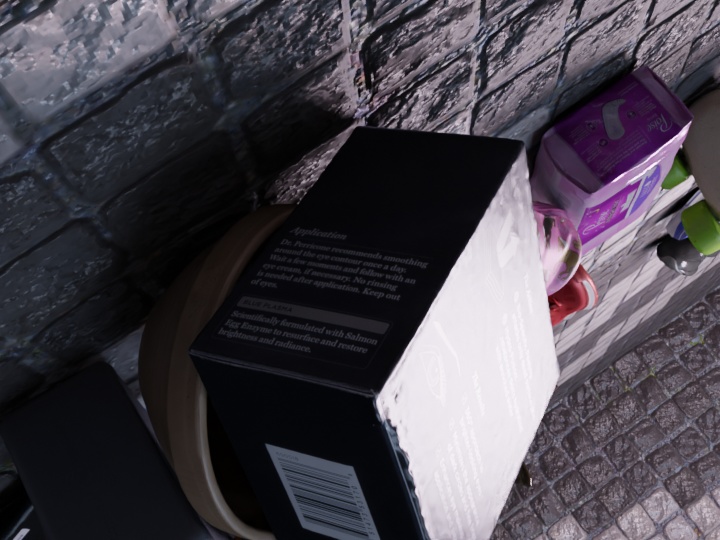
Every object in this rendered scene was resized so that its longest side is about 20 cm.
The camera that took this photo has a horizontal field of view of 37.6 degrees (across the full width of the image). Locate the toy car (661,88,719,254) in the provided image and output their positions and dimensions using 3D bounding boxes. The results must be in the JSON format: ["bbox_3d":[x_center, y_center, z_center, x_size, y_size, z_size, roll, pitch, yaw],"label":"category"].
[{"bbox_3d":[0.420,-0.129,1.136,0.164,0.159,0.200,-32,180,31],"label":"toy car"}]

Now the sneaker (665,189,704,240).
[{"bbox_3d":[0.555,-0.082,1.550,0.198,0.116,0.081,-26,160,-29],"label":"sneaker"}]

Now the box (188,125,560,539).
[{"bbox_3d":[0.024,0.055,0.617,0.201,0.116,0.198,-56,143,-38],"label":"box"}]

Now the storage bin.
[{"bbox_3d":[-0.143,0.159,0.691,0.145,0.200,0.135,-31,144,-13],"label":"storage bin"}]

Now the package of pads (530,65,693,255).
[{"bbox_3d":[0.212,-0.084,0.941,0.120,0.076,0.200,-35,163,-7],"label":"package of pads"}]

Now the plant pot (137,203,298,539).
[{"bbox_3d":[-0.073,0.058,0.658,0.092,0.203,0.200,6,-167,29],"label":"plant pot"}]

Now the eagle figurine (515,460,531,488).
[{"bbox_3d":[0.027,0.118,0.772,0.198,0.153,0.152,4,175,-18],"label":"eagle figurine"}]

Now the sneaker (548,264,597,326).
[{"bbox_3d":[0.222,0.051,1.319,0.115,0.079,0.200,-34,162,-10],"label":"sneaker"}]

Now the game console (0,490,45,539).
[{"bbox_3d":[-0.250,0.226,0.870,0.200,0.031,0.177,-50,151,4],"label":"game console"}]

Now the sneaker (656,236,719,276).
[{"bbox_3d":[0.542,-0.054,1.707,0.199,0.075,0.080,-27,148,-49],"label":"sneaker"}]

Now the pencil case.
[{"bbox_3d":[0.101,-0.023,0.835,0.086,0.084,0.199,-14,167,33],"label":"pencil case"}]
